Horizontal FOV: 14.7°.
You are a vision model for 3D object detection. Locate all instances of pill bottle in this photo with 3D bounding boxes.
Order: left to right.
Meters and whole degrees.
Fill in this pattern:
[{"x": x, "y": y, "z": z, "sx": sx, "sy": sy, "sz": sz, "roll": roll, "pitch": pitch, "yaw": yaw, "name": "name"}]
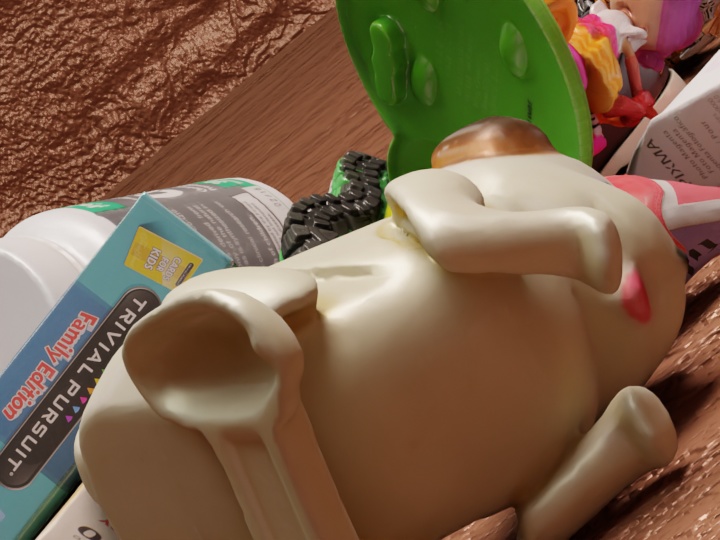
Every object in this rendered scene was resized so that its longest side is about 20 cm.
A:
[{"x": -0.114, "y": 0.020, "z": 1.373, "sx": 0.113, "sy": 0.113, "sz": 0.200, "roll": -34, "pitch": -12, "yaw": 34, "name": "pill bottle"}]

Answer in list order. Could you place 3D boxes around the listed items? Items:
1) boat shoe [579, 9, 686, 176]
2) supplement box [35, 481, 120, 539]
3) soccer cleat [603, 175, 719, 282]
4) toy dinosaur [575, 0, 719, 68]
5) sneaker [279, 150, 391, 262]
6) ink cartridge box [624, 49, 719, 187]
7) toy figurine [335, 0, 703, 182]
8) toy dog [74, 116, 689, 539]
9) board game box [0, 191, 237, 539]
[{"x": 0.074, "y": -0.046, "z": 1.281, "sx": 0.200, "sy": 0.063, "sz": 0.073, "roll": -47, "pitch": 14, "yaw": -33, "name": "boat shoe"}, {"x": -0.072, "y": 0.104, "z": 1.010, "sx": 0.126, "sy": 0.074, "sz": 0.200, "roll": -56, "pitch": -2, "yaw": 34, "name": "supplement box"}, {"x": 0.071, "y": 0.009, "z": 1.077, "sx": 0.076, "sy": 0.067, "sz": 0.200, "roll": -10, "pitch": -10, "yaw": -24, "name": "soccer cleat"}, {"x": 0.113, "y": -0.122, "z": 1.435, "sx": 0.200, "sy": 0.102, "sz": 0.136, "roll": -8, "pitch": 43, "yaw": 32, "name": "toy dinosaur"}, {"x": 0.000, "y": 0.000, "z": 1.323, "sx": 0.200, "sy": 0.078, "sz": 0.085, "roll": -31, "pitch": -33, "yaw": -64, "name": "sneaker"}, {"x": 0.160, "y": -0.085, "z": 1.180, "sx": 0.200, "sy": 0.057, "sz": 0.163, "roll": -20, "pitch": 21, "yaw": 52, "name": "ink cartridge box"}, {"x": 0.105, "y": -0.108, "z": 1.184, "sx": 0.184, "sy": 0.150, "sz": 0.200, "roll": -33, "pitch": -37, "yaw": -27, "name": "toy figurine"}, {"x": 0.022, "y": 0.035, "z": 0.905, "sx": 0.200, "sy": 0.140, "sz": 0.194, "roll": -32, "pitch": 7, "yaw": -33, "name": "toy dog"}, {"x": -0.104, "y": 0.057, "z": 1.138, "sx": 0.151, "sy": 0.047, "sz": 0.200, "roll": -52, "pitch": -7, "yaw": -5, "name": "board game box"}]
